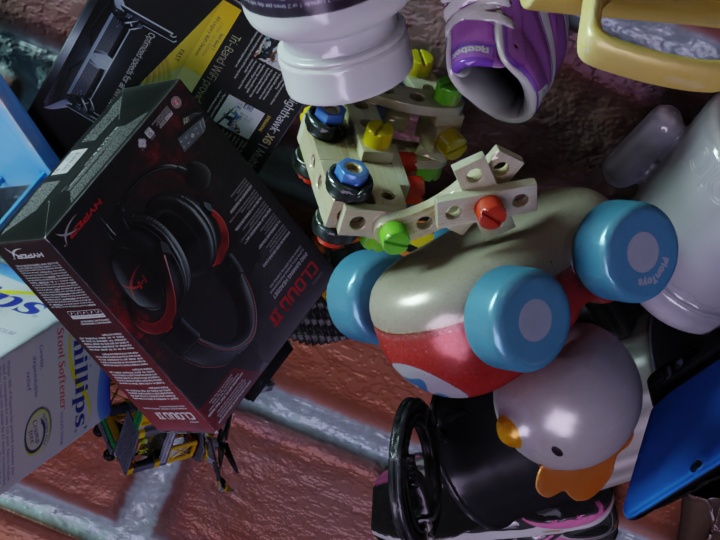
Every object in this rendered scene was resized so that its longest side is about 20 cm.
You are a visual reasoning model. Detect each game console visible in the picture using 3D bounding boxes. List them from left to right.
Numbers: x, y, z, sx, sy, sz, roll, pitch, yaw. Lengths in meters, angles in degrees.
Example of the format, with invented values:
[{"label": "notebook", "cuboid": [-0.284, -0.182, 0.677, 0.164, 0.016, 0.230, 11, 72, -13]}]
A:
[{"label": "game console", "cuboid": [0.274, 0.077, 1.365, 0.170, 0.119, 0.200, 13, 144, -34]}]

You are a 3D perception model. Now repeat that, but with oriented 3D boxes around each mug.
[{"label": "mug", "cuboid": [0.178, -0.188, 1.260, 0.152, 0.188, 0.149, 13, 176, -6]}]

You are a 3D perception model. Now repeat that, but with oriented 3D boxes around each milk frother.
[{"label": "milk frother", "cuboid": [0.129, 0.108, 1.501, 0.188, 0.200, 0.181, -23, 122, 32]}]

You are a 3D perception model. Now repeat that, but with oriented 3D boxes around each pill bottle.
[{"label": "pill bottle", "cuboid": [-0.027, -0.206, 1.322, 0.111, 0.112, 0.201, -3, 120, 20]}]

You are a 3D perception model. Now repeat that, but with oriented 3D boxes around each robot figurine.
[{"label": "robot figurine", "cuboid": [0.236, -0.037, 1.402, 0.169, 0.113, 0.200, 37, 132, 4]}]

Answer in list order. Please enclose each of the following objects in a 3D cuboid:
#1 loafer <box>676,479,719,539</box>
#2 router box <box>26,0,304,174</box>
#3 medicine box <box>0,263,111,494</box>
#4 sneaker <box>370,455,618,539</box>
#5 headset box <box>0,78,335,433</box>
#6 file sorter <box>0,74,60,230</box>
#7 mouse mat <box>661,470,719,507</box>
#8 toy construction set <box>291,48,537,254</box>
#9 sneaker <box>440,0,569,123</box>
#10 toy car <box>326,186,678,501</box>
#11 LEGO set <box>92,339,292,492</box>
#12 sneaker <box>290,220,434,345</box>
[{"label": "loafer", "cuboid": [0.264, 0.171, 1.610, 0.071, 0.073, 0.200, 28, 122, -3]}, {"label": "router box", "cuboid": [-0.121, -0.130, 1.473, 0.157, 0.052, 0.200, 29, 132, -10]}, {"label": "medicine box", "cuboid": [-0.299, 0.072, 1.513, 0.181, 0.200, 0.103, 13, 116, 23]}, {"label": "sneaker", "cuboid": [0.103, 0.195, 1.672, 0.199, 0.081, 0.087, -1, 140, 25]}, {"label": "headset box", "cuboid": [-0.118, 0.000, 1.438, 0.075, 0.149, 0.200, -3, 132, 52]}, {"label": "file sorter", "cuboid": [-0.333, -0.078, 1.501, 0.199, 0.123, 0.139, -2, 129, 43]}, {"label": "mouse mat", "cuboid": [0.274, 0.104, 1.441, 0.008, 0.160, 0.200, 57, 169, 9]}, {"label": "toy construction set", "cuboid": [0.030, -0.067, 1.373, 0.130, 0.200, 0.093, 3, 115, -19]}, {"label": "sneaker", "cuboid": [0.071, -0.181, 1.330, 0.072, 0.115, 0.201, -14, 123, 29]}, {"label": "toy car", "cuboid": [0.108, 0.065, 1.381, 0.184, 0.176, 0.201, 7, 122, 57]}, {"label": "LEGO set", "cuboid": [-0.123, 0.054, 1.588, 0.115, 0.154, 0.201, -13, 142, -26]}, {"label": "sneaker", "cuboid": [0.000, 0.000, 1.540, 0.200, 0.090, 0.070, -1, 120, 52]}]
